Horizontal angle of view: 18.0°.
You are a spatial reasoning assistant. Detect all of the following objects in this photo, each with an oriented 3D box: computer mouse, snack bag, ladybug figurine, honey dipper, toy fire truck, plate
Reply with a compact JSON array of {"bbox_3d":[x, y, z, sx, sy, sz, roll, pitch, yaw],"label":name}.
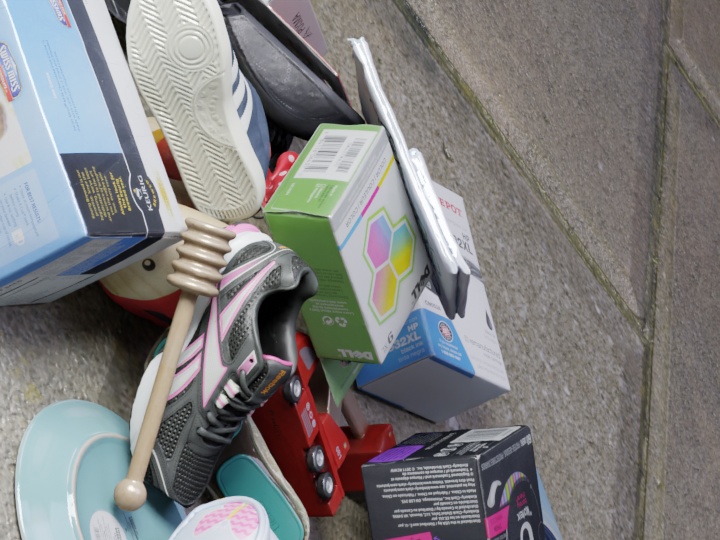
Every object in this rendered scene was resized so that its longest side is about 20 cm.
[{"bbox_3d":[-0.082,-0.165,1.820,0.200,0.053,0.138,43,2,0],"label":"computer mouse"},{"bbox_3d":[0.040,-0.068,1.750,0.189,0.021,0.201,77,-10,-78],"label":"snack bag"},{"bbox_3d":[-0.131,0.003,1.662,0.200,0.135,0.072,34,68,-59],"label":"ladybug figurine"},{"bbox_3d":[-0.130,0.065,1.531,0.038,0.038,0.201,20,87,-56],"label":"honey dipper"},{"bbox_3d":[-0.032,0.116,1.772,0.141,0.048,0.201,-61,140,-52],"label":"toy fire truck"},{"bbox_3d":[-0.161,0.179,1.551,0.200,0.025,0.201,44,32,-38],"label":"plate"}]

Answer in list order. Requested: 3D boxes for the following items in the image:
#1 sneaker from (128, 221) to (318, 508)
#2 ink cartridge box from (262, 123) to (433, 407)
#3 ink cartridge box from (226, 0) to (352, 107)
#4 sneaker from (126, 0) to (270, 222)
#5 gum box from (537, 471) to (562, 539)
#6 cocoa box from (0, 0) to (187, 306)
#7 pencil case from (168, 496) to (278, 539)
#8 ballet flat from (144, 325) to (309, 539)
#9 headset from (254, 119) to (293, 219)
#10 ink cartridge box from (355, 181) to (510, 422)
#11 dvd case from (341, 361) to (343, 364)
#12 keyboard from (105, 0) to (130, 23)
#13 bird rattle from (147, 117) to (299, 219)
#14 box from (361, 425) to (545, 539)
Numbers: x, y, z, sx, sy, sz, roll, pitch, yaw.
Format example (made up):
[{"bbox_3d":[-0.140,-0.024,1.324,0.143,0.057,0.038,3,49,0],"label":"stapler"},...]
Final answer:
[{"bbox_3d":[-0.091,0.070,1.564,0.080,0.086,0.201,14,95,-52],"label":"sneaker"},{"bbox_3d":[0.000,0.000,1.697,0.104,0.059,0.201,-59,142,-40],"label":"ink cartridge box"},{"bbox_3d":[-0.056,-0.203,1.908,0.176,0.045,0.200,42,-5,14],"label":"ink cartridge box"},{"bbox_3d":[-0.112,-0.137,1.612,0.085,0.074,0.201,-77,159,-55],"label":"sneaker"},{"bbox_3d":[0.135,0.269,2.014,0.170,0.044,0.201,4,63,-62],"label":"gum box"},{"bbox_3d":[-0.230,-0.089,1.533,0.131,0.133,0.201,-4,71,-63],"label":"cocoa box"},{"bbox_3d":[-0.062,0.250,1.572,0.201,0.083,0.091,62,3,-31],"label":"pencil case"},{"bbox_3d":[-0.104,0.129,1.684,0.201,0.067,0.062,63,-4,-11],"label":"ballet flat"},{"bbox_3d":[-0.093,-0.120,1.869,0.123,0.094,0.201,20,39,-55],"label":"headset"},{"bbox_3d":[0.046,0.016,2.023,0.145,0.083,0.201,25,45,-53],"label":"ink cartridge box"},{"bbox_3d":[-0.020,-0.004,1.870,0.151,0.025,0.201,99,-4,-50],"label":"dvd case"},{"bbox_3d":[-0.166,-0.222,1.869,0.200,0.021,0.127,16,35,-56],"label":"keyboard"},{"bbox_3d":[-0.120,-0.071,1.731,0.162,0.113,0.200,-13,48,-38],"label":"bird rattle"},{"bbox_3d":[0.083,0.235,1.815,0.122,0.105,0.202,-21,104,-64],"label":"box"}]
